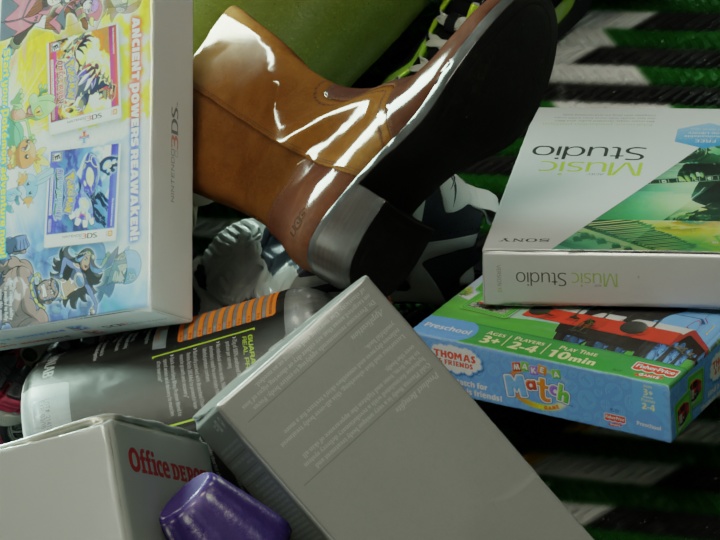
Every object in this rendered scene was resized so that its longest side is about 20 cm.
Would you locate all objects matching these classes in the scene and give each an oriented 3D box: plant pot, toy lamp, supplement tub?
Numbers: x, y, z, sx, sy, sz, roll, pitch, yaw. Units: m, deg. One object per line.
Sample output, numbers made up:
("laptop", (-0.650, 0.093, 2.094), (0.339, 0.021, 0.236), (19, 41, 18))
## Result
("plant pot", (-0.071, -0.148, 1.781), (0.187, 0.187, 0.201), (31, 88, 39))
("toy lamp", (-0.019, 0.179, 1.440), (0.058, 0.200, 0.058), (-41, 10, 9))
("supplement tub", (-0.070, 0.082, 1.598), (0.199, 0.123, 0.123), (-15, 46, 10))

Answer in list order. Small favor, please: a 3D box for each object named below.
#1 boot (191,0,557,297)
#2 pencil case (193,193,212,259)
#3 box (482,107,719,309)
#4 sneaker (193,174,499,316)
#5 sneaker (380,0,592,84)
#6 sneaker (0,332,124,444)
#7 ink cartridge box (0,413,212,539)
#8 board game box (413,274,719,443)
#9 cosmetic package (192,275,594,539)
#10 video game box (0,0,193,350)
("boot", (-0.007, -0.095, 1.588), (0.200, 0.068, 0.189), (33, 94, 46))
("pencil case", (-0.171, -0.075, 1.712), (0.089, 0.078, 0.200), (-33, 61, -17))
("box", (0.149, -0.036, 1.602), (0.143, 0.037, 0.200), (1, 26, 11))
("sneaker", (0.000, 0.000, 1.682), (0.199, 0.129, 0.080), (-46, 44, 35))
("sneaker", (0.060, -0.146, 1.774), (0.072, 0.083, 0.200), (23, 62, 37))
("sneaker", (-0.170, 0.019, 1.736), (0.080, 0.075, 0.200), (32, 50, 5))
("ink cartridge box", (-0.117, 0.180, 1.457), (0.083, 0.145, 0.201), (-14, 78, 14))
("board game box", (0.140, 0.020, 1.568), (0.151, 0.037, 0.200), (11, 28, 30))
("cosmetic package", (0.023, 0.114, 1.485), (0.107, 0.090, 0.200), (-39, 91, -15))
("video game box", (-0.174, -0.061, 1.629), (0.181, 0.047, 0.201), (-9, 74, 34))
